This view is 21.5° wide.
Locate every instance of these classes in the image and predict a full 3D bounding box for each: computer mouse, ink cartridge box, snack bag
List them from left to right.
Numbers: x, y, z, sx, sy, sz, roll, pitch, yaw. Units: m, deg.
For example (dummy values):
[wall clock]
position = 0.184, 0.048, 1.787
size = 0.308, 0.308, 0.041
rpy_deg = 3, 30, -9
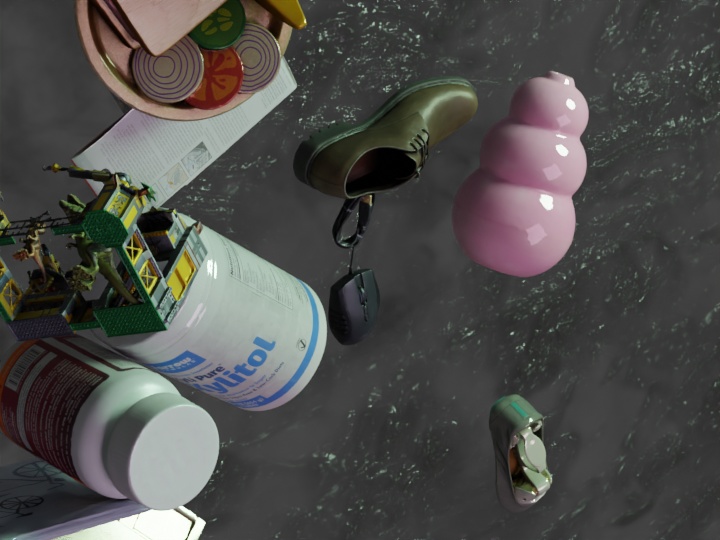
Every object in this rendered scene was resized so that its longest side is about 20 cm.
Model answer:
[snack bag]
position = -0.285, 0.199, 1.594
size = 0.188, 0.200, 0.021
rpy_deg = -12, 104, -39
[ink cartridge box]
position = -0.155, -0.135, 1.584
size = 0.200, 0.050, 0.109
rpy_deg = -42, 140, -12
[computer mouse]
position = 0.000, 0.000, 1.826
size = 0.059, 0.034, 0.200
rpy_deg = -27, 142, -27

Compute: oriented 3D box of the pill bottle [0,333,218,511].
[pill bottle]
position = -0.214, 0.125, 1.585
size = 0.109, 0.200, 0.110
rpy_deg = -17, 116, -38

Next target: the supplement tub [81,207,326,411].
[supplement tub]
position = -0.133, 0.037, 1.667
size = 0.200, 0.132, 0.132
rpy_deg = 29, 96, -50

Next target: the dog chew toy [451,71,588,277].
[dog chew toy]
position = 0.167, -0.098, 1.875
size = 0.124, 0.124, 0.201
rpy_deg = 8, 104, -47

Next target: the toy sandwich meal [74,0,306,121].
[toy sandwich meal]
position = -0.133, -0.213, 1.489
size = 0.205, 0.070, 0.206
rpy_deg = -5, 103, -24

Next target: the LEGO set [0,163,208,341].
[LEGO set]
position = -0.219, -0.027, 1.525
size = 0.154, 0.200, 0.116
rpy_deg = 57, 35, -28

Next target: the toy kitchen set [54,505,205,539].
[toy kitchen set]
position = -0.284, 0.295, 1.772
size = 0.163, 0.180, 0.200
rpy_deg = 36, 51, -15

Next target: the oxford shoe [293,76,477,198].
[oxford shoe]
position = 0.041, -0.115, 1.763
size = 0.200, 0.084, 0.073
rpy_deg = -32, 135, -26

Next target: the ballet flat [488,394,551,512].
[ballet flat]
position = 0.187, 0.224, 2.167
size = 0.067, 0.064, 0.200
rpy_deg = -35, 138, -20
